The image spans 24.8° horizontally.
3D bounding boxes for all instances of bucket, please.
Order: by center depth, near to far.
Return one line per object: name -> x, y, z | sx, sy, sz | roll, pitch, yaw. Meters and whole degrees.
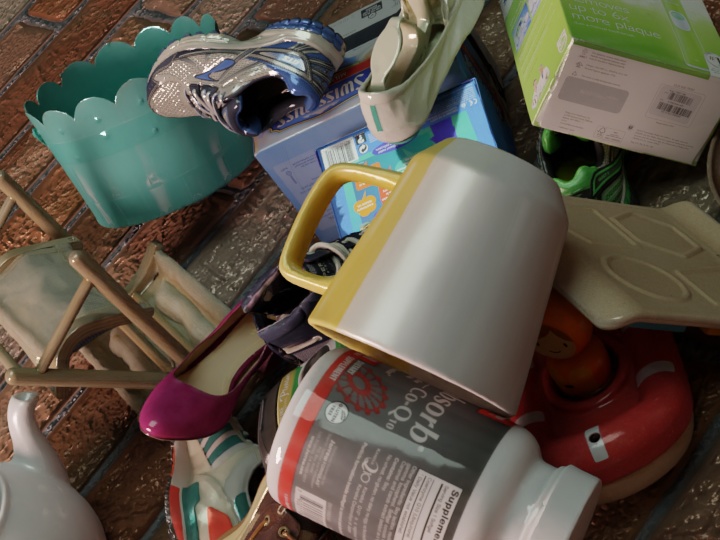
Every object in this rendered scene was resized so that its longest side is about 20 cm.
bucket -> -0.204, -0.143, 1.573 | 0.207, 0.135, 0.207 | -20, 23, 9

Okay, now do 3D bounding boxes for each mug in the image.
mug -> 0.047, -0.010, 1.082 | 0.149, 0.186, 0.154 | 133, 162, -85

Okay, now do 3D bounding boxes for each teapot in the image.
teapot -> -0.314, 0.232, 1.319 | 0.197, 0.146, 0.200 | -27, 41, 12

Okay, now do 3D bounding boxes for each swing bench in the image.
swing bench -> -0.233, 0.034, 1.431 | 0.199, 0.200, 0.130 | 36, 98, 51

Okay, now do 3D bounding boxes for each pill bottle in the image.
pill bottle -> 0.049, 0.139, 1.077 | 0.199, 0.116, 0.116 | 23, 64, 16

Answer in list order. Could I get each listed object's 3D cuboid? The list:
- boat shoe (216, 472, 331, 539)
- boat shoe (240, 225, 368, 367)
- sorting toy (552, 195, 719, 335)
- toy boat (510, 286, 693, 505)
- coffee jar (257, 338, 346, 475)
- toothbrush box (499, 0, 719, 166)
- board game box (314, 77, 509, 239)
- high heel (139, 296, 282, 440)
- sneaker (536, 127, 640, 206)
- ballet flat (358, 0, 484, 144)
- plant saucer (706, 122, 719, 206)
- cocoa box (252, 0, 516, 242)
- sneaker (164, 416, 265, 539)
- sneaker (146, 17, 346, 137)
boat shoe -> -0.052, 0.200, 1.194 | 0.200, 0.072, 0.072 | -46, 42, 20
boat shoe -> 0.000, 0.000, 1.263 | 0.200, 0.093, 0.075 | -41, 63, 10
sorting toy -> 0.205, -0.002, 1.173 | 0.185, 0.199, 0.037 | 47, 129, 49
toy boat -> 0.153, 0.063, 1.153 | 0.130, 0.131, 0.200 | -25, 41, 14
coffee jar -> 0.009, 0.085, 1.234 | 0.200, 0.085, 0.104 | -41, 23, 23
toothbrush box -> 0.204, -0.188, 1.327 | 0.200, 0.145, 0.086 | -96, 23, -53
board game box -> 0.060, -0.035, 1.324 | 0.152, 0.045, 0.201 | -22, 67, 16
high heel -> -0.111, 0.062, 1.310 | 0.067, 0.096, 0.200 | 23, 29, 15
sneaker -> 0.183, -0.111, 1.338 | 0.078, 0.085, 0.200 | -22, 41, 17
ballet flat -> 0.050, -0.195, 1.326 | 0.069, 0.069, 0.200 | 1, 55, 37
plant saucer -> 0.361, -0.091, 1.226 | 0.200, 0.037, 0.201 | -19, 43, 19
cocoa box -> 0.018, -0.140, 1.448 | 0.199, 0.133, 0.132 | -24, 42, 16
sneaker -> -0.106, 0.157, 1.317 | 0.093, 0.071, 0.200 | -4, 36, 0
sneaker -> -0.110, -0.156, 1.400 | 0.199, 0.077, 0.085 | -11, 53, 33
